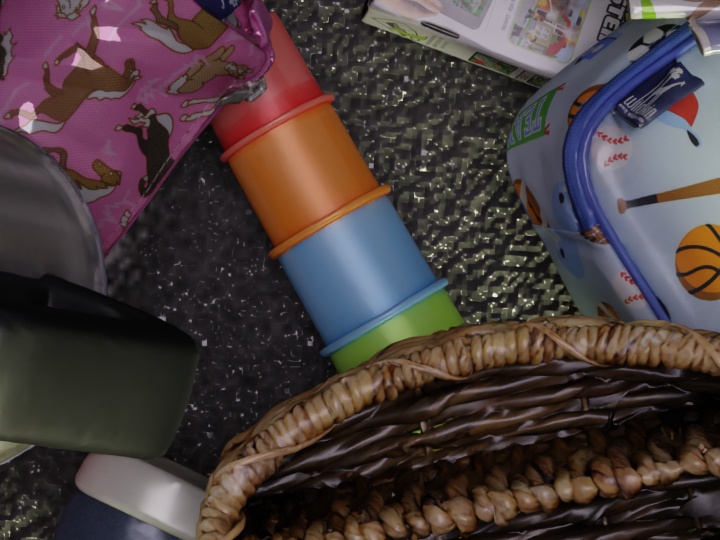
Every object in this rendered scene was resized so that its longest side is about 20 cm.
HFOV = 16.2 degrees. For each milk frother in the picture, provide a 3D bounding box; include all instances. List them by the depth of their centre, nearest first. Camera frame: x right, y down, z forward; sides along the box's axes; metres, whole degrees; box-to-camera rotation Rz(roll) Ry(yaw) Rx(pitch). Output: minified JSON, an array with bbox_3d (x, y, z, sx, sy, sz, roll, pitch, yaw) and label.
[{"bbox_3d":[-0.168,0.051,0.731,0.180,0.188,0.200,38,99,21],"label":"milk frother"}]

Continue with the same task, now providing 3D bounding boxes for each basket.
[{"bbox_3d":[0.050,0.090,0.777,0.199,0.149,0.144,-11,95,4],"label":"basket"}]

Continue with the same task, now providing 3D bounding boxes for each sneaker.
[{"bbox_3d":[-0.020,0.137,0.893,0.199,0.075,0.085,25,89,3],"label":"sneaker"}]

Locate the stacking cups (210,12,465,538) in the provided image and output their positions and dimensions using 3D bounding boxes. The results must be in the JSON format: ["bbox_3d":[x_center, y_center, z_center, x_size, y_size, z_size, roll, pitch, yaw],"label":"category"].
[{"bbox_3d":[0.000,0.000,0.900,0.060,0.061,0.201,-30,91,-6],"label":"stacking cups"}]

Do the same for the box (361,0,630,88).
[{"bbox_3d":[0.084,-0.168,0.929,0.110,0.035,0.201,21,86,-5],"label":"box"}]

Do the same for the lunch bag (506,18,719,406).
[{"bbox_3d":[0.154,-0.016,0.891,0.160,0.076,0.201,-34,104,-15],"label":"lunch bag"}]

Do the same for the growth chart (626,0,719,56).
[{"bbox_3d":[0.137,-0.127,0.860,0.144,0.018,0.201,-16,56,-12],"label":"growth chart"}]

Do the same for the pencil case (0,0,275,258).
[{"bbox_3d":[-0.115,-0.032,0.864,0.200,0.083,0.087,-51,54,9],"label":"pencil case"}]
